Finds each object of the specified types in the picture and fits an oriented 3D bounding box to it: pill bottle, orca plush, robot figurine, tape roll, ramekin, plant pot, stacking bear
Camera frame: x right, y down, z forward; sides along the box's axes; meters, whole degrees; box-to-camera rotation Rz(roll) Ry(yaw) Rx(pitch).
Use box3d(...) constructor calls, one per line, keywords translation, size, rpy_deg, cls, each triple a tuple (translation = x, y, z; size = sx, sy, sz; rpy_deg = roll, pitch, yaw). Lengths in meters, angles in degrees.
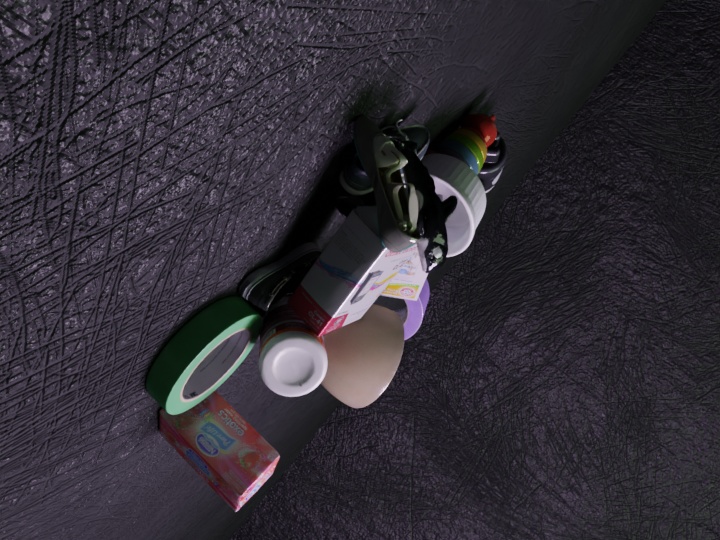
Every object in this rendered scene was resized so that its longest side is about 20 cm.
box3d(translation=(-0.117, 0.119, 1.006), size=(0.110, 0.109, 0.200), rpy_deg=(-52, -163, 9), cls="pill bottle")
box3d(translation=(0.108, -0.102, 0.891), size=(0.070, 0.202, 0.105), rpy_deg=(-11, 164, 2), cls="orca plush")
box3d(translation=(0.288, -0.262, 1.440), size=(0.150, 0.125, 0.200), rpy_deg=(-44, 166, -13), cls="robot figurine")
box3d(translation=(-0.237, 0.131, 0.920), size=(0.201, 0.048, 0.201), rpy_deg=(-47, 166, -15), cls="tape roll")
box3d(translation=(0.154, -0.135, 1.195), size=(0.098, 0.200, 0.201), rpy_deg=(-49, 170, -37), cls="ramekin")
box3d(translation=(-0.031, 0.140, 1.123), size=(0.200, 0.134, 0.201), rpy_deg=(-43, -149, 33), cls="plant pot")
box3d(translation=(0.052, 0.060, 1.337), size=(0.201, 0.199, 0.085), rpy_deg=(-59, -179, 36), cls="tape roll")
box3d(translation=(0.221, -0.259, 1.277), size=(0.200, 0.113, 0.122), rpy_deg=(-50, 169, -21), cls="stacking bear")

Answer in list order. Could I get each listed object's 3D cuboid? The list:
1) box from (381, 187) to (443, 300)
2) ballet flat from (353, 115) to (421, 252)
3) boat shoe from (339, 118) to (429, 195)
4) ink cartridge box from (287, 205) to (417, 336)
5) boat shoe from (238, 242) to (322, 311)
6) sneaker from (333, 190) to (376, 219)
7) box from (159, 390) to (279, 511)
box3d(translation=(0.085, -0.048, 1.146), size=(0.201, 0.100, 0.113), rpy_deg=(105, -8, -50), cls="box")
box3d(translation=(0.045, -0.128, 0.832), size=(0.063, 0.202, 0.067), rpy_deg=(-16, 175, 40), cls="ballet flat")
box3d(translation=(0.049, -0.190, 0.947), size=(0.199, 0.075, 0.062), rpy_deg=(-31, 171, -32), cls="boat shoe")
box3d(translation=(-0.006, -0.002, 0.956), size=(0.200, 0.086, 0.147), rpy_deg=(-51, 163, 26), cls="ink cartridge box")
box3d(translation=(-0.117, 0.013, 0.976), size=(0.200, 0.057, 0.069), rpy_deg=(-33, 159, -52), cls="boat shoe")
box3d(translation=(0.011, -0.124, 1.025), size=(0.090, 0.070, 0.200), rpy_deg=(-55, 172, -3), cls="sneaker")
box3d(translation=(-0.244, 0.297, 1.018), size=(0.095, 0.200, 0.103), rpy_deg=(-40, 165, -36), cls="box")
